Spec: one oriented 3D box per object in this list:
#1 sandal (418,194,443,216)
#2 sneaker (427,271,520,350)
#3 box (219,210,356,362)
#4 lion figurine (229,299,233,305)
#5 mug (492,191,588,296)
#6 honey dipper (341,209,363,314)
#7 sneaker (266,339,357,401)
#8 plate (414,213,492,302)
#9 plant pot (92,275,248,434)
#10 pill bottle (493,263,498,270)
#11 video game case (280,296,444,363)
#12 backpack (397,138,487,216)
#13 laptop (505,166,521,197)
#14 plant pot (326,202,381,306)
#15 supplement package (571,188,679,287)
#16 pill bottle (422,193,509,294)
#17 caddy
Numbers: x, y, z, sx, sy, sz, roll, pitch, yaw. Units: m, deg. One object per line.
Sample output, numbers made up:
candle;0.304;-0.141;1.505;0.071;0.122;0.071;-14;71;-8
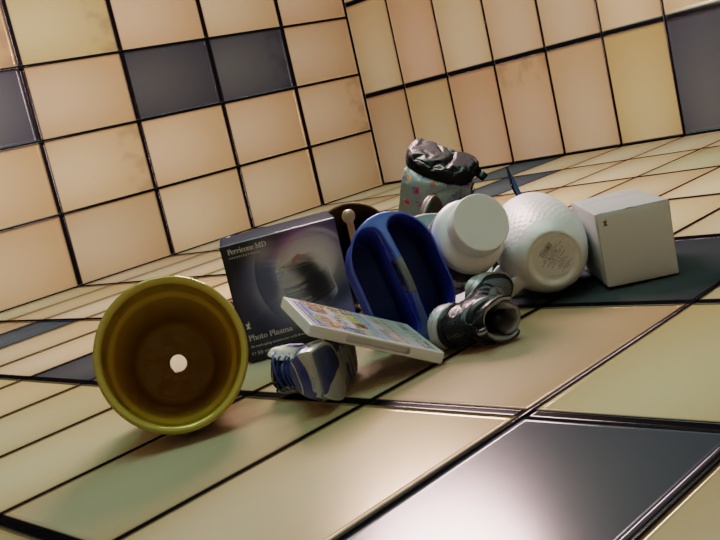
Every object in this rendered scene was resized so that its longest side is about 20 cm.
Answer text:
sandal;0.134;-0.039;1.746;0.054;0.203;0.082;-5;-32;25
sneaker;0.190;0.056;1.395;0.113;0.077;0.199;-4;19;43
box;-0.120;0.025;1.643;0.197;0.202;0.123;-15;9;-6
lion figurine;-0.183;0.082;1.854;0.198;0.073;0.123;-26;19;14
mug;0.273;-0.021;1.576;0.200;0.148;0.176;-43;11;8
honey dipper;0.000;0.000;1.601;0.037;0.203;0.038;-14;9;2
sneaker;-0.076;0.137;1.313;0.113;0.082;0.199;-15;1;13
plate;0.128;-0.010;1.679;0.197;0.203;0.026;-14;-33;-4
plant pot;-0.254;0.120;1.337;0.197;0.204;0.189;-15;-6;-10
pill bottle;0.216;-0.047;1.832;0.197;0.118;0.116;-11;9;19
video game case;0.001;0.081;1.342;0.197;0.018;0.143;14;9;-22
backpack;0.143;-0.139;1.936;0.165;0.203;0.126;26;37;27
laptop;0.364;-0.114;1.823;0.196;0.105;0.178;8;18;3
plant pot;0.019;-0.023;1.873;0.184;0.191;0.200;-10;-7;20
supplement package;0.420;-0.056;1.576;0.115;0.119;0.200;-11;9;4
pill bottle;0.160;-0.043;1.548;0.118;0.121;0.200;-16;-14;-15
caddy;0.059;0.011;1.486;0.140;0.203;0.105;-25;-2;-13
